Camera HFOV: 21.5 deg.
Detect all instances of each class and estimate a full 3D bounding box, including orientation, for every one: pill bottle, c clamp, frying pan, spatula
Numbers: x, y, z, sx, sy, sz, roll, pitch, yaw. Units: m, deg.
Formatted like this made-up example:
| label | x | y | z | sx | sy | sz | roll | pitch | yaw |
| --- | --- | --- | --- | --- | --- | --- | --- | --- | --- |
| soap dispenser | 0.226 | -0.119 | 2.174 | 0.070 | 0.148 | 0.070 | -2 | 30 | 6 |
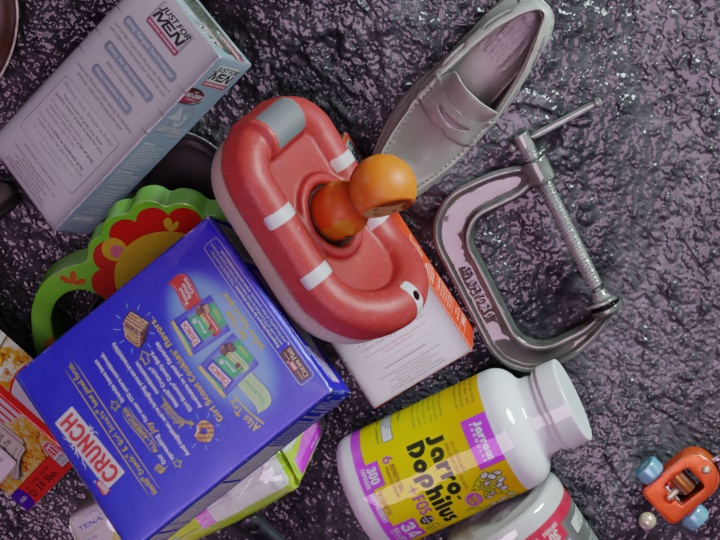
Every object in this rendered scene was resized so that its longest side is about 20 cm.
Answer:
| label | x | y | z | sx | sy | sz | roll | pitch | yaw |
| --- | --- | --- | --- | --- | --- | --- | --- | --- | --- |
| pill bottle | 0.169 | 0.278 | 1.600 | 0.110 | 0.111 | 0.201 | -32 | 101 | 13 |
| c clamp | 0.151 | -0.018 | 1.557 | 0.169 | 0.027 | 0.202 | -20 | 103 | 11 |
| pill bottle | 0.087 | 0.148 | 1.573 | 0.199 | 0.104 | 0.105 | -26 | 103 | 12 |
| frying pan | -0.157 | -0.028 | 1.578 | 0.114 | 0.031 | 0.192 | 19 | 115 | 9 |
| spatula | -0.057 | 0.249 | 1.598 | 0.056 | 0.021 | 0.200 | -23 | 140 | 10 |

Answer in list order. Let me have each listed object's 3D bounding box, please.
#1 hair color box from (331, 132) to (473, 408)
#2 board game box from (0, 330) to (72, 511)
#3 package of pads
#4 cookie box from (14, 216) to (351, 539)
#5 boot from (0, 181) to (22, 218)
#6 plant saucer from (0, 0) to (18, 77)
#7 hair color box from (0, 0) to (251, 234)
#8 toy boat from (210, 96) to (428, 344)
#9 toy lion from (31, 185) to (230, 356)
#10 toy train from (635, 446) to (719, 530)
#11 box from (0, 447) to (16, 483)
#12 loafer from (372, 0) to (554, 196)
| label | x | y | z | sx | sy | sz | roll | pitch | yaw |
| --- | --- | --- | --- | --- | --- | --- | --- | --- | --- |
| hair color box | 0.000 | 0.000 | 1.559 | 0.101 | 0.061 | 0.201 | -30 | 102 | 12 |
| board game box | -0.318 | 0.100 | 1.579 | 0.200 | 0.046 | 0.151 | 42 | 146 | -3 |
| package of pads | -0.133 | 0.170 | 1.572 | 0.199 | 0.155 | 0.069 | -27 | 98 | 13 |
| cookie box | -0.137 | 0.087 | 1.463 | 0.199 | 0.075 | 0.172 | -38 | 77 | 7 |
| boot | -0.392 | -0.071 | 1.576 | 0.198 | 0.068 | 0.132 | -19 | 98 | 9 |
| plant saucer | -0.372 | -0.218 | 1.545 | 0.198 | 0.032 | 0.202 | 1 | 106 | 5 |
| hair color box | -0.193 | -0.133 | 1.521 | 0.200 | 0.061 | 0.099 | -44 | 73 | 16 |
| toy boat | -0.010 | -0.046 | 1.436 | 0.130 | 0.131 | 0.201 | -23 | 105 | 39 |
| toy lion | -0.175 | 0.022 | 1.558 | 0.198 | 0.069 | 0.193 | -3 | 120 | 7 |
| toy train | 0.334 | 0.199 | 1.594 | 0.200 | 0.056 | 0.150 | 41 | 107 | -4 |
| box | -0.392 | 0.123 | 1.604 | 0.200 | 0.036 | 0.144 | 46 | 146 | -8 |
| loafer | 0.077 | -0.135 | 1.490 | 0.070 | 0.070 | 0.201 | 37 | 94 | -7 |
